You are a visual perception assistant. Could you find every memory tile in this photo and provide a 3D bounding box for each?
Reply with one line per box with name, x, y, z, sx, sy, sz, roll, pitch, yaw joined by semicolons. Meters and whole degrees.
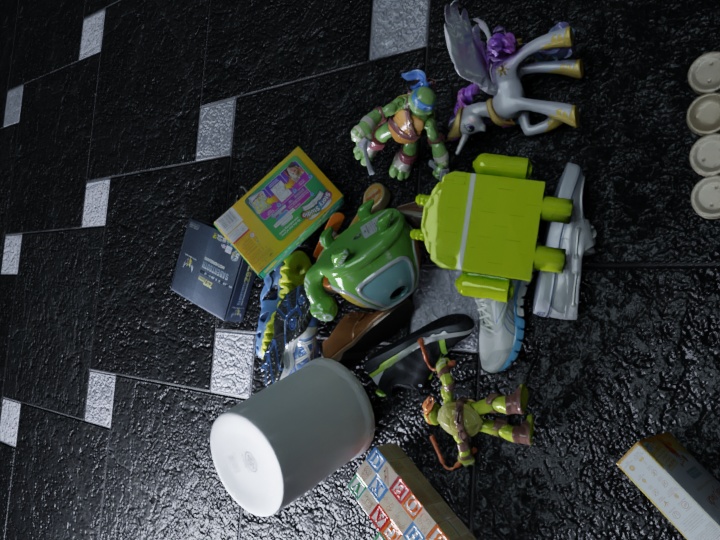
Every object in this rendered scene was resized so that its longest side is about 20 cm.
memory tile;0.455;-0.161;0.713;0.152;0.017;0.203;-3;82;39

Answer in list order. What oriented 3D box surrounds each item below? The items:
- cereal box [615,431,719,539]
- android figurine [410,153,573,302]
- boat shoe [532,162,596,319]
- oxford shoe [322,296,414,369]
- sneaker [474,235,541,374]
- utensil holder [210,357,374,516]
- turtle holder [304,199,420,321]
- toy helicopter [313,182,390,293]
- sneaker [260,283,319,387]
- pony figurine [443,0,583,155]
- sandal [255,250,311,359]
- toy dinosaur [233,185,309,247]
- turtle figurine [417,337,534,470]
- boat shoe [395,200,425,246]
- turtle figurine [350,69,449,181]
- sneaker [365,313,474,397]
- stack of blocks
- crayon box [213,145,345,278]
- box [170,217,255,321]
cereal box;0.366;0.258;0.640;0.040;0.143;0.200;-52;57;18
android figurine;0.161;-0.056;0.793;0.197;0.041;0.185;7;90;16
boat shoe;0.273;-0.036;0.816;0.064;0.074;0.203;11;92;11
oxford shoe;0.003;0.090;1.006;0.199;0.071;0.072;-39;57;29
sneaker;0.177;0.038;0.847;0.075;0.085;0.203;16;98;65
utensil holder;-0.101;0.248;0.952;0.168;0.199;0.173;12;111;35
turtle holder;0.008;-0.002;0.928;0.186;0.132;0.140;-46;26;-22
toy helicopter;-0.016;-0.058;1.055;0.132;0.079;0.202;33;93;46
sneaker;-0.105;0.109;1.070;0.076;0.076;0.202;46;120;41
pony figurine;0.196;-0.267;0.861;0.198;0.166;0.196;-2;98;34
sandal;-0.149;0.061;1.132;0.086;0.079;0.203;9;81;42
toy dinosaur;-0.186;-0.088;1.173;0.078;0.102;0.200;-57;45;8
turtle figurine;0.147;0.188;0.851;0.159;0.064;0.203;-7;100;29
boat shoe;0.127;-0.082;0.939;0.198;0.076;0.072;8;55;48
turtle figurine;0.053;-0.168;0.914;0.194;0.142;0.203;150;108;-75
sneaker;0.097;0.133;0.939;0.199;0.072;0.084;-31;90;32
stack of blocks;0.068;0.369;0.917;0.200;0.058;0.116;46;112;34
crayon box;-0.136;-0.099;1.074;0.200;0.058;0.119;-42;84;-5
box;-0.294;-0.004;1.268;0.199;0.051;0.160;23;99;38
